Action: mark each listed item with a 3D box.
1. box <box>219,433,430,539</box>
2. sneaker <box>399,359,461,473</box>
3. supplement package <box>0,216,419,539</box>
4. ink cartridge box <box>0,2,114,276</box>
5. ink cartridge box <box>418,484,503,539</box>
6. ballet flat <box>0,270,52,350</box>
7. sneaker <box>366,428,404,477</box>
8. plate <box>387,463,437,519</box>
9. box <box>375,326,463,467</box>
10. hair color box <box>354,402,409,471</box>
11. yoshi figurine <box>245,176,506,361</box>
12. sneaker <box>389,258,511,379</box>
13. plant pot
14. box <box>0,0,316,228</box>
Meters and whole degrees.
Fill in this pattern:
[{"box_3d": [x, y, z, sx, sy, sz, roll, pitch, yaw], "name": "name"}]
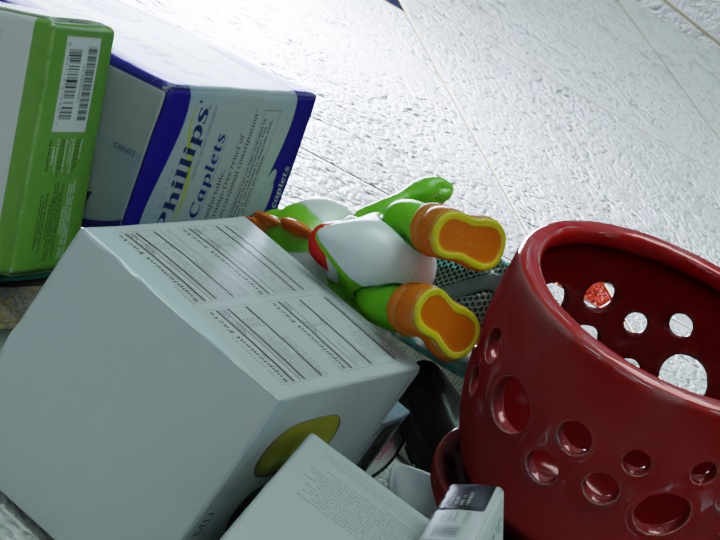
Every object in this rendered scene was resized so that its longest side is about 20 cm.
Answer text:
[{"box_3d": [-0.043, 0.183, 1.423, 0.097, 0.124, 0.200, 37, 17, 3], "name": "box"}, {"box_3d": [0.098, 0.139, 1.786, 0.200, 0.091, 0.076, 57, 19, 2], "name": "sneaker"}, {"box_3d": [-0.097, 0.075, 1.563, 0.151, 0.152, 0.200, 40, 17, 16], "name": "supplement package"}, {"box_3d": [-0.258, -0.091, 1.601, 0.200, 0.148, 0.076, 14, 8, 22], "name": "ink cartridge box"}, {"box_3d": [0.054, 0.222, 1.456, 0.037, 0.200, 0.095, 1, 13, 11], "name": "ink cartridge box"}, {"box_3d": [-0.233, 0.031, 1.577, 0.068, 0.067, 0.200, 3, 3, 36], "name": "ballet flat"}, {"box_3d": [-0.021, 0.064, 1.815, 0.121, 0.084, 0.200, 65, 15, -10], "name": "sneaker"}, {"box_3d": [0.098, 0.204, 1.638, 0.200, 0.032, 0.200, 22, 23, -4], "name": "plate"}, {"box_3d": [0.044, 0.070, 1.951, 0.200, 0.095, 0.078, 46, 19, 27], "name": "box"}, {"box_3d": [-0.080, 0.066, 1.710, 0.200, 0.099, 0.061, 40, 16, 14], "name": "hair color box"}, {"box_3d": [0.012, 0.001, 1.687, 0.112, 0.112, 0.200, -29, 23, -30], "name": "yoshi figurine"}, {"box_3d": [0.045, 0.003, 1.812, 0.078, 0.091, 0.200, 33, 0, -31], "name": "sneaker"}, {"box_3d": [0.149, 0.097, 1.640, 0.200, 0.183, 0.200, 21, 24, -10], "name": "plant pot"}, {"box_3d": [-0.158, -0.101, 1.711, 0.184, 0.105, 0.200, 27, 13, 22], "name": "box"}]
